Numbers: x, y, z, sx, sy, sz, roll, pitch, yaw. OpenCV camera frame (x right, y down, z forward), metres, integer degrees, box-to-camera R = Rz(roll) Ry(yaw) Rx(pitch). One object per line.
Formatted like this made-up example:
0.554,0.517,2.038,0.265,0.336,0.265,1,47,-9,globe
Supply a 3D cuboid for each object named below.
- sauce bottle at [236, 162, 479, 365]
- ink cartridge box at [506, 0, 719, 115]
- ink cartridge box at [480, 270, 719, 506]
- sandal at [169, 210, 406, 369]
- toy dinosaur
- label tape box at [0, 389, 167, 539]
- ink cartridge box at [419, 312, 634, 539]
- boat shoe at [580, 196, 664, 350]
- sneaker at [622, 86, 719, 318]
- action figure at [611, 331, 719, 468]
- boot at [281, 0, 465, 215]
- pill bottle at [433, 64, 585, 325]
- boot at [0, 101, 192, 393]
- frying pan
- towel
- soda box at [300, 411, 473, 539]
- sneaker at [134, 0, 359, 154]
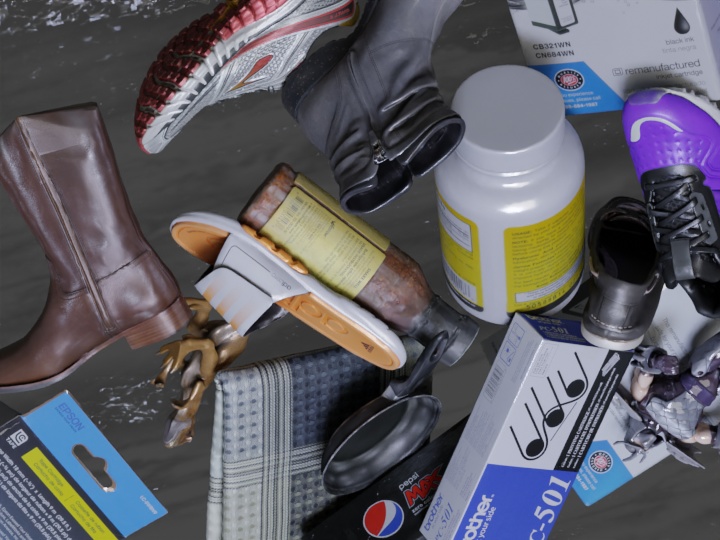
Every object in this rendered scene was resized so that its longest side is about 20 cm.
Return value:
0.000,0.000,1.555,0.200,0.066,0.066,39,105,-6,sauce bottle
0.179,-0.221,1.462,0.146,0.084,0.200,-4,124,29,ink cartridge box
0.222,0.071,1.651,0.200,0.084,0.145,-33,117,6,ink cartridge box
-0.063,0.028,1.536,0.207,0.079,0.059,32,67,3,sandal
-0.107,0.051,1.602,0.200,0.060,0.106,-47,141,17,toy dinosaur
-0.276,0.181,1.619,0.200,0.063,0.144,-32,118,6,label tape box
0.128,0.132,1.576,0.094,0.044,0.200,9,114,-34,ink cartridge box
0.204,-0.013,1.539,0.067,0.200,0.057,13,123,4,boat shoe
0.240,-0.041,1.477,0.070,0.100,0.200,-5,137,32,sneaker
0.273,0.080,1.581,0.130,0.069,0.200,38,106,-29,action figure
0.043,-0.139,1.431,0.070,0.132,0.200,23,115,-46,boot
0.111,-0.057,1.509,0.111,0.111,0.200,-14,145,-4,pill bottle
-0.244,-0.020,1.530,0.186,0.064,0.200,-22,112,9,boot
0.013,0.113,1.577,0.115,0.031,0.190,-31,152,-17,frying pan
-0.032,0.150,1.653,0.192,0.035,0.200,-11,118,-25,towel
0.055,0.194,1.653,0.200,0.071,0.063,-35,143,-9,soda box
-0.084,-0.150,1.483,0.200,0.078,0.082,-40,118,10,sneaker
